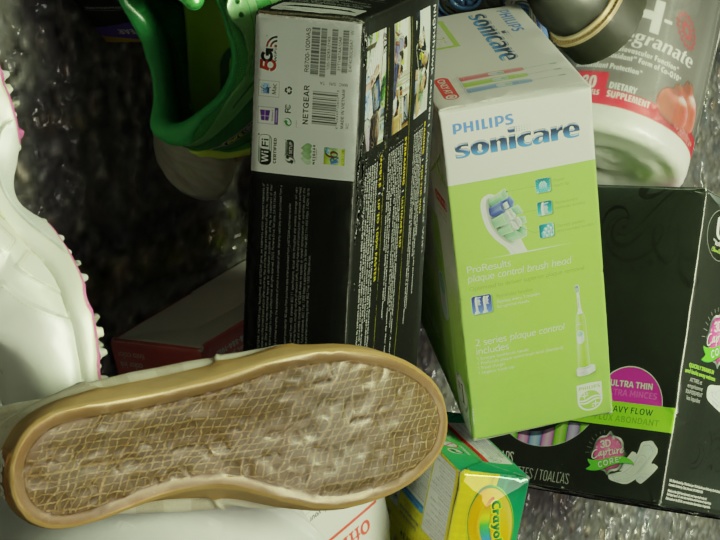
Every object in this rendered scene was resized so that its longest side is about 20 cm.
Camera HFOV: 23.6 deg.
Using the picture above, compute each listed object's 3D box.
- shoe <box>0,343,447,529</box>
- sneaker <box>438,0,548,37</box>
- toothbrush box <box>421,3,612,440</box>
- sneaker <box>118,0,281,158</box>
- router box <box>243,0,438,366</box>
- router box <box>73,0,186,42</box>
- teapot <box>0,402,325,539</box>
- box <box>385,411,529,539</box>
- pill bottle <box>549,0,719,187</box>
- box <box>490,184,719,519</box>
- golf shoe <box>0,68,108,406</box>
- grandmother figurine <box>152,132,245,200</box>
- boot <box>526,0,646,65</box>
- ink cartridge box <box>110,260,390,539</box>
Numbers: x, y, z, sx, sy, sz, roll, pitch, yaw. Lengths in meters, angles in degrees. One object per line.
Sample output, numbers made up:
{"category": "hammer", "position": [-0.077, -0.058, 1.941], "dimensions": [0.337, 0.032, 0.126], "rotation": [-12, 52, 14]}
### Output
{"category": "shoe", "position": [-0.057, 0.063, 0.700], "dimensions": [0.200, 0.053, 0.070], "rotation": [-2, 96, -30]}
{"category": "sneaker", "position": [0.064, -0.158, 1.045], "dimensions": [0.077, 0.076, 0.200], "rotation": [-82, 150, -45]}
{"category": "toothbrush box", "position": [0.077, -0.030, 0.975], "dimensions": [0.146, 0.086, 0.200], "rotation": [-112, -167, -62]}
{"category": "sneaker", "position": [-0.064, -0.147, 0.769], "dimensions": [0.084, 0.074, 0.201], "rotation": [-21, 112, -56]}
{"category": "router box", "position": [-0.007, -0.028, 0.797], "dimensions": [0.149, 0.051, 0.201], "rotation": [-43, 138, -69]}
{"category": "router box", "position": [-0.099, -0.234, 0.818], "dimensions": [0.157, 0.052, 0.200], "rotation": [54, 52, -42]}
{"category": "teapot", "position": [-0.079, 0.143, 0.774], "dimensions": [0.200, 0.197, 0.146], "rotation": [52, 53, -47]}
{"category": "box", "position": [0.038, 0.190, 0.977], "dimensions": [0.048, 0.117, 0.200], "rotation": [9, 101, -18]}
{"category": "pill bottle", "position": [0.184, -0.158, 1.156], "dimensions": [0.111, 0.111, 0.200], "rotation": [39, 61, -48]}
{"category": "box", "position": [0.177, 0.052, 1.140], "dimensions": [0.124, 0.148, 0.201], "rotation": [20, 78, -51]}
{"category": "golf shoe", "position": [-0.172, -0.010, 0.711], "dimensions": [0.091, 0.075, 0.200], "rotation": [-19, 83, -39]}
{"category": "grandmother figurine", "position": [-0.046, -0.128, 0.877], "dimensions": [0.200, 0.060, 0.121], "rotation": [-64, 162, -10]}
{"category": "boot", "position": [0.115, -0.238, 1.012], "dimensions": [0.138, 0.077, 0.200], "rotation": [38, 44, -33]}
{"category": "ink cartridge box", "position": [-0.050, 0.108, 0.911], "dimensions": [0.116, 0.067, 0.200], "rotation": [-32, 117, -47]}
